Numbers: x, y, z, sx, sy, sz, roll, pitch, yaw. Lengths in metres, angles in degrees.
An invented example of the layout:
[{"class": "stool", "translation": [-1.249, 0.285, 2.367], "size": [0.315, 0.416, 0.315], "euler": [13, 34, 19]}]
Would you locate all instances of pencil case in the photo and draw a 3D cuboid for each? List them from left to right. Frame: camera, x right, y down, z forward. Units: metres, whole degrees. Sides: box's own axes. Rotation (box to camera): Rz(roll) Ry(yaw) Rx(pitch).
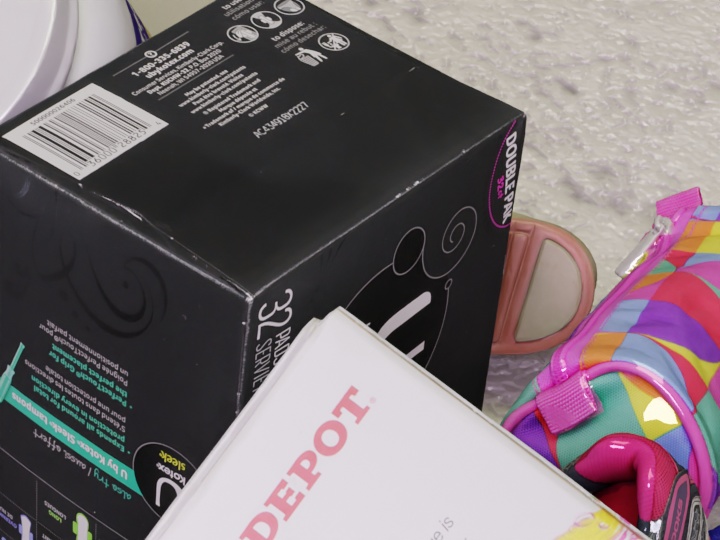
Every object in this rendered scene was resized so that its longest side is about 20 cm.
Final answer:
[{"class": "pencil case", "translation": [0.115, 0.037, 0.998], "size": [0.088, 0.089, 0.200], "euler": [17, 24, 12]}]

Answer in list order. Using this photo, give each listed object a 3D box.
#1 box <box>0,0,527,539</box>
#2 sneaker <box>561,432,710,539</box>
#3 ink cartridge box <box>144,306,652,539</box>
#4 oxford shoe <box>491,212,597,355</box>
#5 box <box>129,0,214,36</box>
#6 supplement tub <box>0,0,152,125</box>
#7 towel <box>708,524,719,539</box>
[{"class": "box", "translation": [-0.043, 0.029, 0.922], "size": [0.124, 0.200, 0.148], "euler": [30, 44, 28]}, {"class": "sneaker", "translation": [0.031, 0.129, 0.851], "size": [0.200, 0.075, 0.081], "euler": [-42, 52, -19]}, {"class": "ink cartridge box", "translation": [0.025, 0.128, 0.774], "size": [0.200, 0.083, 0.146], "euler": [37, 81, 1]}, {"class": "oxford shoe", "translation": [0.000, 0.000, 1.091], "size": [0.199, 0.071, 0.074], "euler": [9, 8, 10]}, {"class": "box", "translation": [-0.086, -0.103, 1.178], "size": [0.068, 0.082, 0.200], "euler": [-10, 40, -21]}, {"class": "supplement tub", "translation": [-0.140, -0.051, 0.980], "size": [0.145, 0.200, 0.146], "euler": [-4, 69, 11]}, {"class": "towel", "translation": [0.190, 0.123, 0.941], "size": [0.148, 0.050, 0.200], "euler": [37, 40, 29]}]
